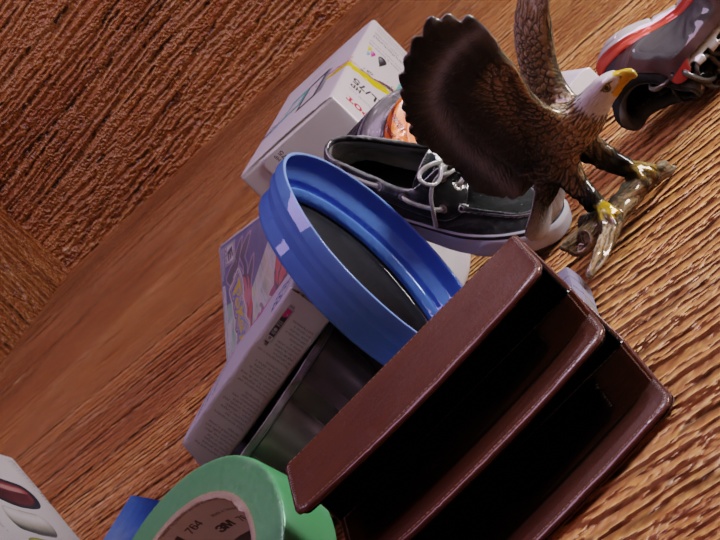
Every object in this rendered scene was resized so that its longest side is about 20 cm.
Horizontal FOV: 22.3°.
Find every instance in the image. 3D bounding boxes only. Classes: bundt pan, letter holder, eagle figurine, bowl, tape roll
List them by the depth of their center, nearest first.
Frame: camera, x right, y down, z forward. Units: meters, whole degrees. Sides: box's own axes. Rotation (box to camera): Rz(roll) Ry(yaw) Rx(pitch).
[{"bbox_3d":[0.064,0.097,1.040,0.200,0.101,0.142,-46,14,6],"label":"letter holder"},{"bbox_3d":[-0.097,0.219,1.169,0.200,0.048,0.201,-37,36,34],"label":"tape roll"},{"bbox_3d":[0.125,-0.113,1.251,0.151,0.200,0.152,-43,6,12],"label":"eagle figurine"},{"bbox_3d":[0.007,0.001,1.303,0.039,0.200,0.201,-45,12,17],"label":"bowl"},{"bbox_3d":[-0.041,0.121,1.331,0.202,0.076,0.202,-56,4,5],"label":"bundt pan"}]

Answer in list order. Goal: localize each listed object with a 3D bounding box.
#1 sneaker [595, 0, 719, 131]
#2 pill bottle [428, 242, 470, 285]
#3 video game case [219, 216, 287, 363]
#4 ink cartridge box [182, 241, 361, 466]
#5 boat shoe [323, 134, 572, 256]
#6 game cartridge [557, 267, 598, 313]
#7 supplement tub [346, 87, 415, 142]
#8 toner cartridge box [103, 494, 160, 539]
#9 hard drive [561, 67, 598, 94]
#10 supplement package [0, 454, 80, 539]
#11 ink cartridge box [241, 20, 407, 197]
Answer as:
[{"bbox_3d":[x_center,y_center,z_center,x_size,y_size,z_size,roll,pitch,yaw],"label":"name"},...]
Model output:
[{"bbox_3d":[0.260,-0.165,1.341,0.200,0.077,0.082,-38,42,40],"label":"sneaker"},{"bbox_3d":[0.000,0.000,1.546,0.114,0.114,0.200,-52,12,-24],"label":"pill bottle"},{"bbox_3d":[-0.074,0.052,1.540,0.182,0.023,0.201,149,120,-61],"label":"video game case"},{"bbox_3d":[-0.076,0.068,1.364,0.200,0.043,0.196,-53,4,17],"label":"ink cartridge box"},{"bbox_3d":[0.064,-0.067,1.397,0.199,0.068,0.074,16,52,27],"label":"boat shoe"},{"bbox_3d":[0.076,0.090,1.189,0.200,0.038,0.130,-44,8,13],"label":"game cartridge"},{"bbox_3d":[0.040,-0.089,1.622,0.123,0.122,0.200,-52,4,-22],"label":"supplement tub"},{"bbox_3d":[-0.165,0.253,1.342,0.095,0.043,0.200,7,37,17],"label":"toner cartridge box"},{"bbox_3d":[0.140,-0.128,1.686,0.132,0.026,0.200,-48,12,-7],"label":"hard drive"},{"bbox_3d":[-0.332,0.253,1.516,0.147,0.191,0.200,-46,-22,2],"label":"supplement package"},{"bbox_3d":[-0.005,-0.133,1.921,0.146,0.147,0.200,-39,15,30],"label":"ink cartridge box"}]
